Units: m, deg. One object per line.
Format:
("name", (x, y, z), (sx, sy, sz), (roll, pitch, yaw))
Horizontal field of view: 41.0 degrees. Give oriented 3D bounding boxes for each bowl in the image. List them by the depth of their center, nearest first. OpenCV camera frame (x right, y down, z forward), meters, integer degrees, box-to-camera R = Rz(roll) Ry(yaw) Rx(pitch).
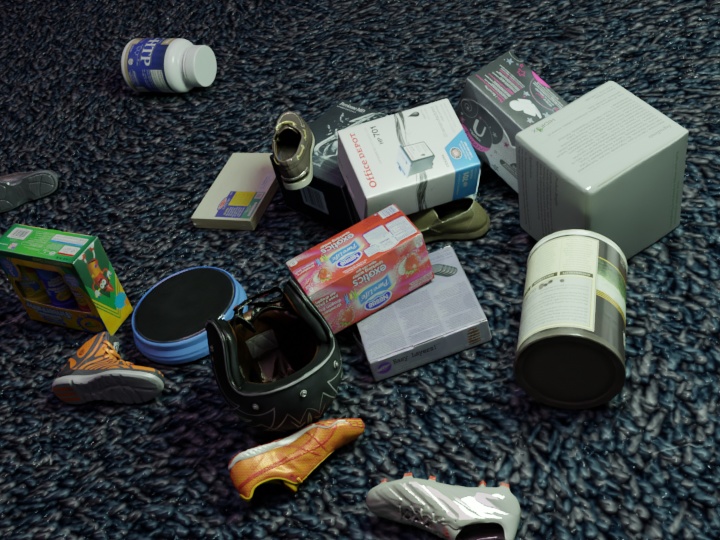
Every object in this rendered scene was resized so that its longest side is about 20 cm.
("bowl", (-0.287, 0.069, 1.605), (0.197, 0.040, 0.202), (-11, 39, 9))

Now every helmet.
("helmet", (-0.117, 0.132, 1.361), (0.198, 0.200, 0.193), (-27, 81, -10))

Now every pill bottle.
("pill bottle", (-0.433, -0.466, 2.188), (0.197, 0.121, 0.120), (6, 46, 26))

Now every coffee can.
("coffee can", (0.291, 0.065, 1.318), (0.144, 0.148, 0.202), (-2, 43, 18))

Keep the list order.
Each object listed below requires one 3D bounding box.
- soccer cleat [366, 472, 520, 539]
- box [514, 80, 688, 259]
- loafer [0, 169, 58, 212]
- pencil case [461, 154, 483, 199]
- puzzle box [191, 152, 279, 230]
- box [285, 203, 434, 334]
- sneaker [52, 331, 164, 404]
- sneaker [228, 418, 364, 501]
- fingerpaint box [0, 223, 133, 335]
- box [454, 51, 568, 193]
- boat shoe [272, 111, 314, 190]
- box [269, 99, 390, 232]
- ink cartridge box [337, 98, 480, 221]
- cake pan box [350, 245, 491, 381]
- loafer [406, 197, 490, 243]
("soccer cleat", (0.099, 0.301, 1.195), (0.197, 0.070, 0.078), (-1, 46, 15))
("box", (0.363, -0.135, 1.461), (0.198, 0.201, 0.172), (-29, 48, -14))
("loafer", (-0.731, -0.171, 2.027), (0.197, 0.073, 0.063), (-13, 21, -3))
("pencil case", (0.179, -0.191, 1.689), (0.089, 0.084, 0.201), (13, 48, 13))
("puzzle box", (-0.225, -0.154, 1.841), (0.131, 0.026, 0.201), (4, 46, 24))
("box", (0.000, 0.000, 1.462), (0.198, 0.096, 0.100), (-29, 39, -9))
("sneaker", (-0.391, 0.148, 1.533), (0.197, 0.078, 0.113), (-2, 44, 18))
("sneaker", (-0.082, 0.258, 1.320), (0.198, 0.073, 0.078), (-22, 77, -14))
("fingerpaint box", (-0.512, 0.017, 1.652), (0.197, 0.168, 0.074), (10, 45, 28))
("box", (0.264, -0.239, 1.614), (0.114, 0.133, 0.200), (-33, 70, -27))
("boat shoe", (-0.120, -0.222, 1.666), (0.071, 0.060, 0.202), (-15, 42, 7))
("box", (-0.020, -0.186, 1.729), (0.199, 0.125, 0.196), (26, 55, 39))
("ink cartridge box", (0.076, -0.176, 1.565), (0.197, 0.086, 0.148), (-17, 61, -11))
("cake pan box", (0.080, 0.064, 1.473), (0.197, 0.053, 0.185), (-20, 39, -2))
("loafer", (0.116, -0.090, 1.613), (0.197, 0.068, 0.077), (-7, 42, 13))
